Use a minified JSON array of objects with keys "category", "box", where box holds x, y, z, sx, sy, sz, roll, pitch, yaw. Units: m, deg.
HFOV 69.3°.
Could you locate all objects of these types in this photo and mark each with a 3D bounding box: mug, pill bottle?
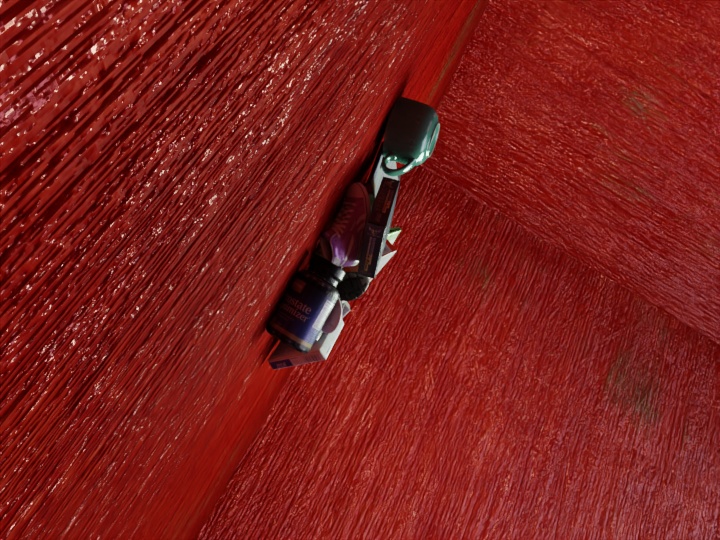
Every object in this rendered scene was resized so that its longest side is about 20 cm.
[{"category":"mug","box":[0.129,-0.329,1.317,0.152,0.112,0.189,-40,147,-69]},{"category":"pill bottle","box":[-0.117,0.072,1.164,0.203,0.110,0.112,-61,179,-7]}]

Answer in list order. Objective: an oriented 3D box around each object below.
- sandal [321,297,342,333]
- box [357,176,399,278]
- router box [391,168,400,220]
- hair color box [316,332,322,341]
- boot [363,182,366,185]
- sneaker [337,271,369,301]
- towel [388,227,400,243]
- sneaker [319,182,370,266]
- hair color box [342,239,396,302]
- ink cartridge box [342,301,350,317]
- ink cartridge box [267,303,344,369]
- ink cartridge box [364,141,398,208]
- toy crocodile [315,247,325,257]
[{"category":"sandal","box":[-0.083,0.075,1.259,0.079,0.059,0.207,-46,-138,10]},{"category":"box","box":[0.045,-0.106,1.262,0.202,0.050,0.160,-72,174,-48]},{"category":"router box","box":[0.077,-0.231,1.691,0.157,0.051,0.205,-129,-131,-78]},{"category":"hair color box","box":[-0.126,0.100,1.451,0.060,0.100,0.201,-14,-154,29]},{"category":"boot","box":[0.002,-0.168,1.555,0.201,0.076,0.169,-55,172,-36]},{"category":"sneaker","box":[-0.061,0.044,1.332,0.197,0.077,0.079,-19,-172,26]},{"category":"towel","box":[0.024,-0.048,1.516,0.147,0.031,0.201,-21,155,-38]},{"category":"sneaker","box":[-0.040,-0.110,1.235,0.113,0.072,0.205,1,97,-45]},{"category":"hair color box","box":[0.000,0.000,1.431,0.201,0.064,0.110,-51,165,32]},{"category":"ink cartridge box","box":[-0.130,0.160,1.705,0.200,0.086,0.148,-43,-175,1]},{"category":"ink cartridge box","box":[-0.146,0.191,1.501,0.193,0.044,0.201,-17,-155,32]},{"category":"ink cartridge box","box":[0.053,-0.243,1.405,0.202,0.042,0.199,73,31,-53]},{"category":"toy crocodile","box":[-0.097,-0.017,1.343,0.200,0.060,0.069,95,6,-80]}]
